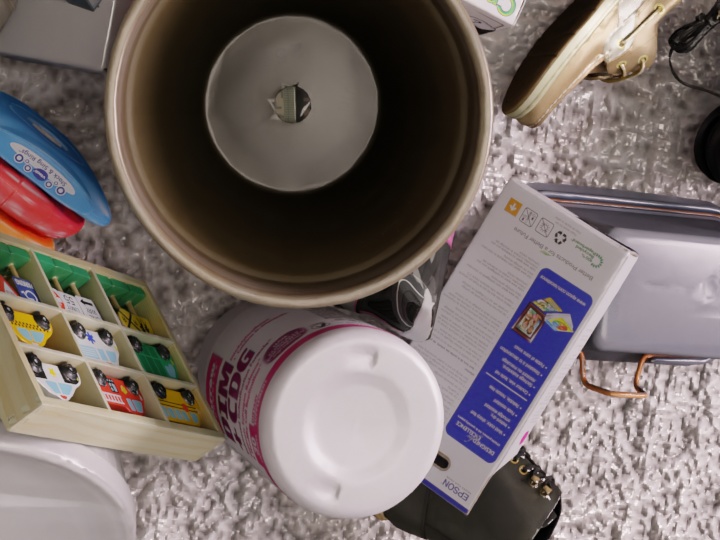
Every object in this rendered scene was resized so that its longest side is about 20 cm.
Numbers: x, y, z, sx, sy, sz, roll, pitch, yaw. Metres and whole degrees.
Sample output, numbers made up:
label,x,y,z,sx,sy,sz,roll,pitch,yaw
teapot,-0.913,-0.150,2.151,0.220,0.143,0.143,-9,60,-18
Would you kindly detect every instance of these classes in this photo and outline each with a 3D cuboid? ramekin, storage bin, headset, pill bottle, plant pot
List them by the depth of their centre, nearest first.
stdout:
label,x,y,z,sx,sy,sz,roll,pitch,yaw
plant pot,-0.035,-0.089,0.907,0.199,0.174,0.201,0,96,-3
ramekin,-0.234,0.122,0.980,0.201,0.095,0.203,-4,141,-3
pill bottle,-0.034,0.078,1.031,0.113,0.200,0.114,-2,97,-19
storage bin,0.204,0.021,1.145,0.199,0.134,0.146,5,95,-19
headset,0.292,-0.097,1.167,0.094,0.124,0.200,-38,97,2

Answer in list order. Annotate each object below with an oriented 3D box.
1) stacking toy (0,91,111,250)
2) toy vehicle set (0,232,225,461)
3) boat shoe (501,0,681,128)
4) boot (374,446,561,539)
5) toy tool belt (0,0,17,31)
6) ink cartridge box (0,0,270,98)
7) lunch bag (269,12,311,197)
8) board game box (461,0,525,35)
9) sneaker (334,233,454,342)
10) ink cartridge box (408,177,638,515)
label,x,y,z,sx,sy,sz,roll,pitch,yaw
stacking toy,-0.256,-0.008,1.007,0.116,0.110,0.200,40,94,-22
toy vehicle set,-0.162,0.045,0.960,0.026,0.200,0.125,-36,67,14
boat shoe,0.180,-0.168,1.145,0.066,0.074,0.200,43,82,-13
boot,0.098,0.103,1.111,0.077,0.138,0.201,8,108,-63
toy tool belt,-0.291,-0.190,0.930,0.199,0.123,0.126,9,91,-7
ink cartridge box,-0.133,-0.217,0.995,0.175,0.045,0.201,12,93,18
lunch bag,-0.038,-0.119,1.053,0.199,0.118,0.165,-1,94,-14
board game box,-0.014,-0.189,0.930,0.199,0.126,0.035,24,84,-17
sneaker,0.000,0.000,1.040,0.086,0.200,0.081,12,82,-11
ink cartridge box,0.088,0.049,1.063,0.095,0.037,0.201,34,97,20
